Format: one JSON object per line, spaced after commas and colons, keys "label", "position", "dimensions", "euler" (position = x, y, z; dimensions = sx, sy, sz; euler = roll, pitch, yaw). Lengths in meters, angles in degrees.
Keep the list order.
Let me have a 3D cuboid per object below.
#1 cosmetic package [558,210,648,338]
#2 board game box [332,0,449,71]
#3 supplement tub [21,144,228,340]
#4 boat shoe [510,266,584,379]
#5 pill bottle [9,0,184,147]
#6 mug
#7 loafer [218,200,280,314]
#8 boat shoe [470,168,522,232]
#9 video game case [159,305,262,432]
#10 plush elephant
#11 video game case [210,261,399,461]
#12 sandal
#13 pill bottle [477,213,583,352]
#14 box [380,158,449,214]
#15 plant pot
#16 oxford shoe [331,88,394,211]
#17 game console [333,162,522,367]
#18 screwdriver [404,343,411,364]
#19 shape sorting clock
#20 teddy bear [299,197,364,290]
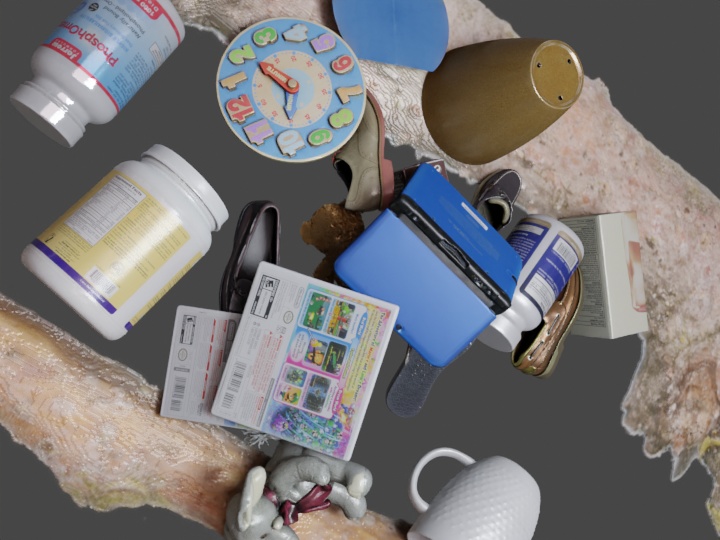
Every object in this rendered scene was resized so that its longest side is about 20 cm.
{"label": "cosmetic package", "position": [0.402, 0.005, 1.160], "dimensions": [0.087, 0.103, 0.200], "euler": [-8, 94, -25]}
{"label": "board game box", "position": [0.038, -0.371, 1.024], "dimensions": [0.200, 0.039, 0.158], "euler": [0, 85, -31]}
{"label": "supplement tub", "position": [-0.267, -0.035, 0.813], "dimensions": [0.145, 0.145, 0.200], "euler": [48, 71, -18]}
{"label": "boat shoe", "position": [0.300, 0.072, 1.126], "dimensions": [0.068, 0.072, 0.200], "euler": [23, 80, -25]}
{"label": "pill bottle", "position": [-0.306, -0.244, 0.816], "dimensions": [0.109, 0.109, 0.200], "euler": [40, 73, -20]}
{"label": "mug", "position": [0.159, 0.350, 1.030], "dimensions": [0.200, 0.148, 0.175], "euler": [40, 62, 11]}
{"label": "loafer", "position": [-0.141, 0.004, 0.919], "dimensions": [0.072, 0.063, 0.200], "euler": [9, 86, -24]}
{"label": "boat shoe", "position": [0.201, -0.090, 1.071], "dimensions": [0.200, 0.065, 0.072], "euler": [-45, 108, -32]}
{"label": "video game case", "position": [-0.145, 0.129, 0.890], "dimensions": [0.200, 0.018, 0.143], "euler": [8, 86, 4]}
{"label": "plush elephant", "position": [-0.099, 0.298, 0.889], "dimensions": [0.200, 0.165, 0.155], "euler": [29, 61, 6]}
{"label": "video game case", "position": [-0.069, 0.110, 0.863], "dimensions": [0.182, 0.024, 0.200], "euler": [18, 90, 4]}
{"label": "sandal", "position": [0.100, 0.121, 1.024], "dimensions": [0.076, 0.043, 0.200], "euler": [35, 100, -5]}
{"label": "pill bottle", "position": [0.246, 0.020, 1.076], "dimensions": [0.116, 0.116, 0.200], "euler": [44, 72, -19]}
{"label": "box", "position": [0.090, -0.051, 1.011], "dimensions": [0.075, 0.100, 0.200], "euler": [-18, 97, -24]}
{"label": "plant pot", "position": [0.219, -0.259, 1.020], "dimensions": [0.186, 0.200, 0.187], "euler": [0, 91, -25]}
{"label": "oxford shoe", "position": [-0.004, -0.170, 0.959], "dimensions": [0.075, 0.070, 0.200], "euler": [-5, 61, -9]}
{"label": "game console", "position": [0.094, -0.010, 0.912], "dimensions": [0.200, 0.118, 0.171], "euler": [45, 38, -10]}
{"label": "screwdriver", "position": [0.084, 0.029, 0.944], "dimensions": [0.029, 0.028, 0.200], "euler": [7, 92, -48]}
{"label": "shape sorting clock", "position": [-0.090, -0.241, 0.928], "dimensions": [0.200, 0.039, 0.200], "euler": [1, 86, -7]}
{"label": "teddy bear", "position": [0.000, 0.000, 0.957], "dimensions": [0.145, 0.200, 0.067], "euler": [-55, 157, 17]}
